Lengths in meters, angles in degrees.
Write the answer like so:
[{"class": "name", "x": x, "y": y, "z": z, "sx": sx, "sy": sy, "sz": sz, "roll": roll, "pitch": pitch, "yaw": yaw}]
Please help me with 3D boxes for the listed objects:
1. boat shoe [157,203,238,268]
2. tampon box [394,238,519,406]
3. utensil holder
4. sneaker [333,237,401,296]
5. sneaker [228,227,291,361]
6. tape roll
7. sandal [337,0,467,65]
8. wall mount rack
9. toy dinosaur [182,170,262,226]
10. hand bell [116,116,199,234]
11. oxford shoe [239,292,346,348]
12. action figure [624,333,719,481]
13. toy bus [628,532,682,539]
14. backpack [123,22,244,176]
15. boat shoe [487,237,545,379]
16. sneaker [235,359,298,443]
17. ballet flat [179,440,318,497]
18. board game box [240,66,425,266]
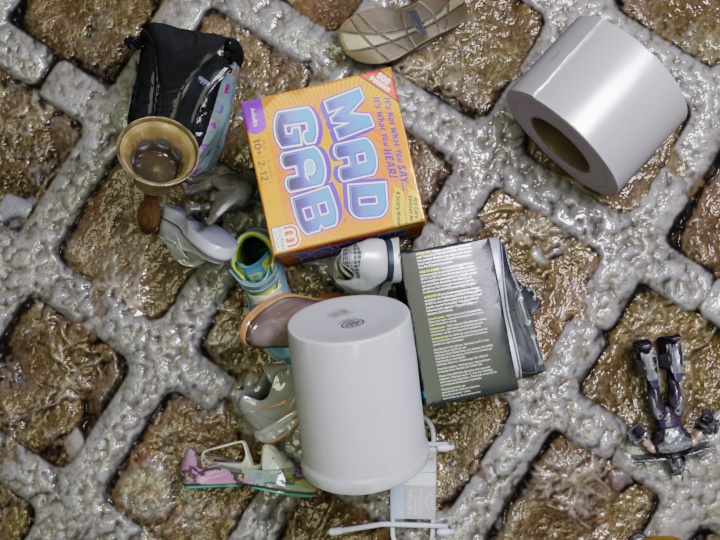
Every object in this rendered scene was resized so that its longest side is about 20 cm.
[{"class": "boat shoe", "x": -0.226, "y": -0.035, "z": 1.308, "sx": 0.073, "sy": 0.200, "sz": 0.066, "roll": 15, "pitch": 100, "yaw": -30}, {"class": "tampon box", "x": 0.123, "y": 0.070, "z": 1.292, "sx": 0.125, "sy": 0.150, "sz": 0.202, "roll": -10, "pitch": 87, "yaw": -3}, {"class": "utensil holder", "x": -0.004, "y": 0.153, "z": 1.211, "sx": 0.168, "sy": 0.170, "sz": 0.202, "roll": -5, "pitch": 110, "yaw": 2}, {"class": "sneaker", "x": 0.000, "y": 0.000, "z": 1.279, "sx": 0.080, "sy": 0.200, "sz": 0.077, "roll": -5, "pitch": 74, "yaw": -10}, {"class": "sneaker", "x": -0.131, "y": 0.036, "z": 1.315, "sx": 0.079, "sy": 0.131, "sz": 0.202, "roll": -20, "pitch": 87, "yaw": 0}, {"class": "tape roll", "x": 0.313, "y": -0.218, "z": 1.280, "sx": 0.203, "sy": 0.203, "sz": 0.139, "roll": 43, "pitch": 90, "yaw": 4}, {"class": "sandal", "x": 0.061, "y": -0.346, "z": 1.374, "sx": 0.199, "sy": 0.054, "sz": 0.081, "roll": -24, "pitch": 92, "yaw": -14}, {"class": "wall mount rack", "x": 0.044, "y": 0.298, "z": 1.323, "sx": 0.172, "sy": 0.075, "sz": 0.202, "roll": 0, "pitch": 86, "yaw": 4}, {"class": "toy dinosaur", "x": -0.184, "y": -0.105, "z": 1.288, "sx": 0.101, "sy": 0.200, "sz": 0.078, "roll": -12, "pitch": 95, "yaw": 1}, {"class": "hand bell", "x": -0.280, "y": -0.106, "z": 1.288, "sx": 0.103, "sy": 0.200, "sz": 0.105, "roll": 7, "pitch": 61, "yaw": -13}, {"class": "oxford shoe", "x": -0.069, "y": 0.071, "z": 1.284, "sx": 0.199, "sy": 0.073, "sz": 0.072, "roll": -11, "pitch": 115, "yaw": -39}, {"class": "action figure", "x": 0.423, "y": 0.194, "z": 1.320, "sx": 0.129, "sy": 0.069, "sz": 0.202, "roll": -11, "pitch": 91, "yaw": -8}, {"class": "toy bus", "x": 0.356, "y": 0.413, "z": 1.311, "sx": 0.198, "sy": 0.065, "sz": 0.079, "roll": -11, "pitch": 88, "yaw": 1}, {"class": "backpack", "x": -0.247, "y": -0.229, "z": 1.337, "sx": 0.165, "sy": 0.127, "sz": 0.202, "roll": 12, "pitch": 89, "yaw": 16}, {"class": "boat shoe", "x": 0.218, "y": 0.050, "z": 1.332, "sx": 0.067, "sy": 0.072, "sz": 0.202, "roll": -11, "pitch": 89, "yaw": 3}, {"class": "sneaker", "x": -0.084, "y": 0.150, "z": 1.321, "sx": 0.199, "sy": 0.076, "sz": 0.092, "roll": -38, "pitch": 113, "yaw": -1}, {"class": "ballet flat", "x": -0.155, "y": 0.275, "z": 1.337, "sx": 0.198, "sy": 0.069, "sz": 0.072, "roll": 3, "pitch": 85, "yaw": 6}, {"class": "board game box", "x": -0.032, "y": -0.130, "z": 1.287, "sx": 0.198, "sy": 0.200, "sz": 0.202, "roll": -13, "pitch": 86, "yaw": 1}]
